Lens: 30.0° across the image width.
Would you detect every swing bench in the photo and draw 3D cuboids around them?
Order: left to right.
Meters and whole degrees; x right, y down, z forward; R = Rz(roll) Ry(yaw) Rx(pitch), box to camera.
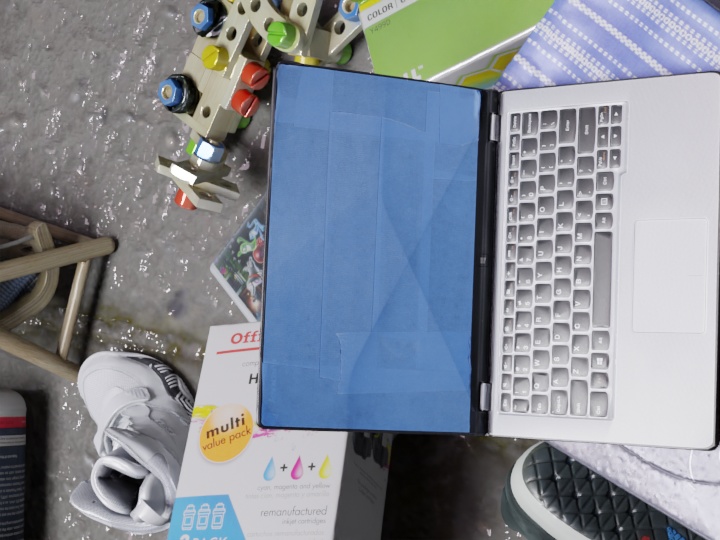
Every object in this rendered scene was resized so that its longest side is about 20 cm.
[{"bbox_3d":[-0.344,0.005,1.072,0.199,0.200,0.130,16,95,35],"label":"swing bench"}]

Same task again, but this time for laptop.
[{"bbox_3d":[0.066,-0.010,0.668,0.200,0.116,0.188,-1,85,33],"label":"laptop"}]

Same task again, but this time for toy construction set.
[{"bbox_3d":[-0.081,-0.136,0.971,0.131,0.092,0.200,37,96,32],"label":"toy construction set"}]

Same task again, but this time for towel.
[{"bbox_3d":[0.118,-0.064,0.719,0.145,0.024,0.200,47,111,31],"label":"towel"}]

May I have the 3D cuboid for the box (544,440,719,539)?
[{"bbox_3d":[0.171,0.049,0.749,0.200,0.115,0.132,30,103,34],"label":"box"}]

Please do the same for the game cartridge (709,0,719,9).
[{"bbox_3d":[0.235,-0.197,0.754,0.133,0.040,0.201,-11,91,29],"label":"game cartridge"}]

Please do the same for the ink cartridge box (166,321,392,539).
[{"bbox_3d":[-0.043,0.095,0.847,0.115,0.068,0.200,-7,57,24],"label":"ink cartridge box"}]

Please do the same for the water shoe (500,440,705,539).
[{"bbox_3d":[0.166,0.179,0.779,0.200,0.071,0.079,46,154,15],"label":"water shoe"}]

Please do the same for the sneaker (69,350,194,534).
[{"bbox_3d":[-0.169,0.123,0.987,0.200,0.115,0.075,39,108,32],"label":"sneaker"}]

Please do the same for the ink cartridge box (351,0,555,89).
[{"bbox_3d":[0.060,-0.156,0.796,0.148,0.200,0.076,-23,73,32],"label":"ink cartridge box"}]

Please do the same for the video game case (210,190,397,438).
[{"bbox_3d":[0.000,0.000,0.935,0.182,0.023,0.200,-51,61,20],"label":"video game case"}]

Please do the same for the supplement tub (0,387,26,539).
[{"bbox_3d":[-0.344,0.195,1.090,0.140,0.140,0.201,-5,83,35],"label":"supplement tub"}]
